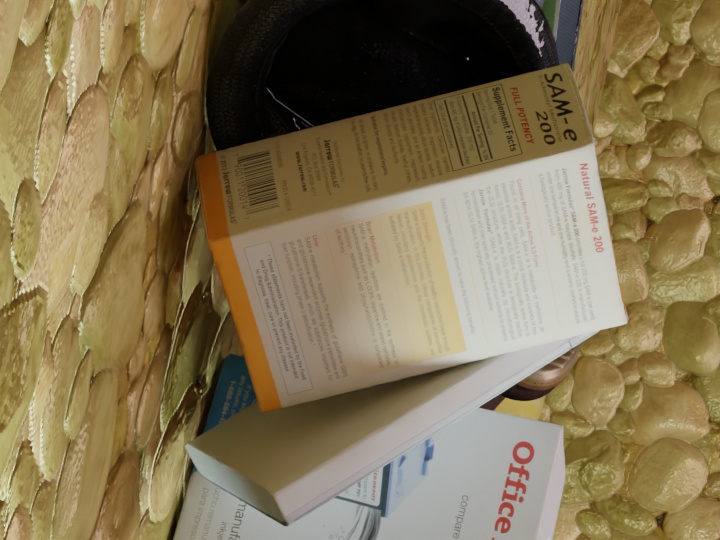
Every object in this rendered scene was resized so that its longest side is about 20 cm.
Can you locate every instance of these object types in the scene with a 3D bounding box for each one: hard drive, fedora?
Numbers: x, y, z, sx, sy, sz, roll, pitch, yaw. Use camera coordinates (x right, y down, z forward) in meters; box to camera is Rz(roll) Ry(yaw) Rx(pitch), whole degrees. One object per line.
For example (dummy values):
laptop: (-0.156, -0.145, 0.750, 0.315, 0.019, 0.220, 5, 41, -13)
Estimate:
hard drive: (0.015, 0.064, 1.441, 0.027, 0.200, 0.132, 65, -18, -17)
fedora: (0.005, -0.111, 1.412, 0.092, 0.200, 0.201, -114, -159, -47)

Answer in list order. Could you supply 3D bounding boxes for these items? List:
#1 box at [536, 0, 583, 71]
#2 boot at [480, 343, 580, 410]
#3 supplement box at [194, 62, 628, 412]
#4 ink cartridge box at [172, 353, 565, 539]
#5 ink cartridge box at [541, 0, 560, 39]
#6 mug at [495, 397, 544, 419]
box: (0.067, -0.108, 1.813, 0.200, 0.051, 0.158, -21, 126, -47)
boot: (0.066, 0.085, 1.627, 0.200, 0.072, 0.167, -107, -143, -69)
supplement box: (0.027, -0.016, 1.374, 0.074, 0.200, 0.126, -102, 179, -49)
ink cartridge box: (0.005, 0.144, 1.514, 0.086, 0.200, 0.147, 79, 23, -66)
ink cartridge box: (0.074, -0.216, 1.592, 0.048, 0.200, 0.146, -25, 140, -27)
mug: (0.058, 0.064, 1.862, 0.150, 0.186, 0.153, -55, 157, -9)
